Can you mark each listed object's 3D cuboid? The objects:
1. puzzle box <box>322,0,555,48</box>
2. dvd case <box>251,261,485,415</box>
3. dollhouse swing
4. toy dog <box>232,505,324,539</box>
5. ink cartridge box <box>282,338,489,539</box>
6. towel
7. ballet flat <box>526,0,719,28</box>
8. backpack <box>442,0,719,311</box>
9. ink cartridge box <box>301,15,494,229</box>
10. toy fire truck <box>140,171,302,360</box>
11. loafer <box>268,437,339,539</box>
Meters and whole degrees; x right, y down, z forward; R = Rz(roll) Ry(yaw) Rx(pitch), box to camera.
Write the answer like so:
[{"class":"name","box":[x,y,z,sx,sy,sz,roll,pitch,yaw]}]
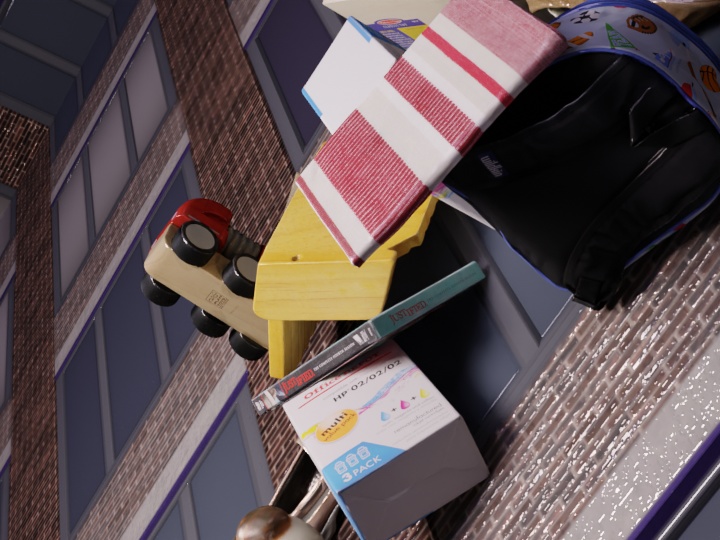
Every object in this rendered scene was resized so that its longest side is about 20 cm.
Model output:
[{"class":"puzzle box","box":[0.077,-0.240,1.217,0.200,0.133,0.025,4,77,46]},{"class":"dvd case","box":[0.005,0.062,1.177,0.146,0.022,0.200,-28,-7,-41]},{"class":"dollhouse swing","box":[0.000,0.000,1.268,0.181,0.176,0.200,-1,37,20]},{"class":"toy dog","box":[-0.073,0.295,1.105,0.194,0.140,0.200,-38,35,23]},{"class":"ink cartridge box","box":[0.011,0.131,1.099,0.115,0.068,0.200,-31,26,-7]},{"class":"towel","box":[0.044,-0.104,0.908,0.200,0.023,0.144,-48,31,8]},{"class":"ballet flat","box":[0.208,-0.212,1.047,0.200,0.068,0.072,20,131,37]},{"class":"backpack","box":[0.168,-0.096,0.931,0.190,0.200,0.154,-30,29,47]},{"class":"ink cartridge box","box":[0.067,-0.117,1.113,0.085,0.200,0.145,-56,27,13]},{"class":"toy fire truck","box":[-0.126,-0.031,1.471,0.129,0.176,0.200,-49,15,34]},{"class":"loafer","box":[-0.039,0.184,1.216,0.072,0.063,0.200,20,87,65]}]
